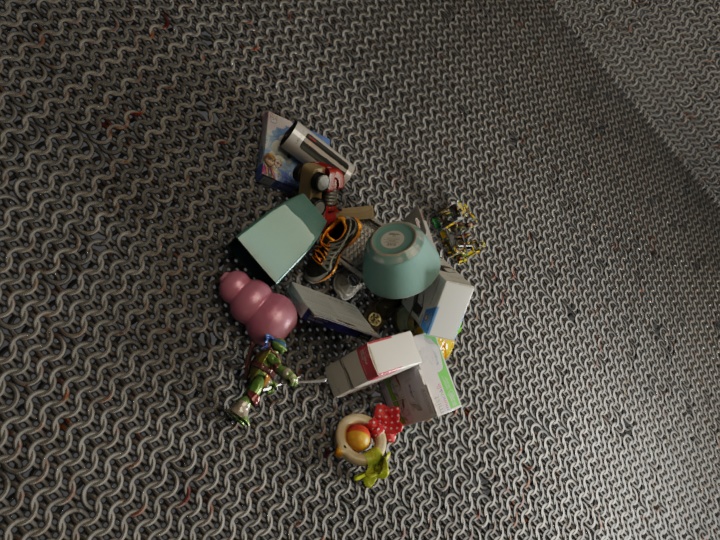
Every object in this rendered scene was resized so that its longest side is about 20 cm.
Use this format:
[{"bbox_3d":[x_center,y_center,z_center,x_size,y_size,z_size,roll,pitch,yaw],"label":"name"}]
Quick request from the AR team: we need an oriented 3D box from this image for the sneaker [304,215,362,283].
[{"bbox_3d":[-0.081,-0.058,1.710,0.078,0.201,0.077,37,5,28],"label":"sneaker"}]

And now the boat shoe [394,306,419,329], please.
[{"bbox_3d":[0.175,0.104,1.878,0.200,0.066,0.075,-42,128,-37],"label":"boat shoe"}]

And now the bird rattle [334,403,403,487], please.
[{"bbox_3d":[0.019,0.399,1.622,0.161,0.113,0.202,20,54,-10],"label":"bird rattle"}]

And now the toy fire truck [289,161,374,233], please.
[{"bbox_3d":[-0.068,-0.185,1.759,0.199,0.128,0.178,-14,121,-45],"label":"toy fire truck"}]

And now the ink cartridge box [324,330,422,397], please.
[{"bbox_3d":[0.026,0.227,1.635,0.145,0.200,0.084,-11,74,-40],"label":"ink cartridge box"}]

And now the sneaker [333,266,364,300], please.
[{"bbox_3d":[0.000,0.000,1.796,0.075,0.082,0.200,49,49,-8],"label":"sneaker"}]

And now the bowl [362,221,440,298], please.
[{"bbox_3d":[0.089,-0.041,1.643,0.106,0.198,0.202,72,33,-46],"label":"bowl"}]

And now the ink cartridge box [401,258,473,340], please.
[{"bbox_3d":[0.189,0.062,1.715,0.083,0.200,0.147,12,107,-20],"label":"ink cartridge box"}]

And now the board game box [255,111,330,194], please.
[{"bbox_3d":[-0.177,-0.299,1.824,0.198,0.043,0.201,18,59,-31],"label":"board game box"}]

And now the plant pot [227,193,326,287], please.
[{"bbox_3d":[-0.186,-0.079,1.607,0.200,0.141,0.142,-44,98,-18],"label":"plant pot"}]

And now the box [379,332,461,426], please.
[{"bbox_3d":[0.134,0.275,1.711,0.096,0.176,0.202,-11,76,-39],"label":"box"}]

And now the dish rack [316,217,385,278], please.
[{"bbox_3d":[0.002,-0.065,1.785,0.199,0.044,0.171,36,62,28],"label":"dish rack"}]

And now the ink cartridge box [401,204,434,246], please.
[{"bbox_3d":[0.132,-0.064,1.831,0.066,0.200,0.117,17,41,-30],"label":"ink cartridge box"}]

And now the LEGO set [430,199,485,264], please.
[{"bbox_3d":[0.314,-0.133,2.072,0.152,0.116,0.202,-3,72,-38],"label":"LEGO set"}]

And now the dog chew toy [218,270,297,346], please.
[{"bbox_3d":[-0.240,0.079,1.557,0.200,0.124,0.125,43,50,-4],"label":"dog chew toy"}]

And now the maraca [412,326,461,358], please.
[{"bbox_3d":[0.205,0.192,1.839,0.199,0.138,0.107,-11,50,-48],"label":"maraca"}]

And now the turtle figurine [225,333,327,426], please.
[{"bbox_3d":[-0.189,0.261,1.487,0.194,0.143,0.201,-52,131,-22],"label":"turtle figurine"}]

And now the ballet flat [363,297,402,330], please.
[{"bbox_3d":[0.077,0.096,1.834,0.199,0.046,0.068,-34,92,-42],"label":"ballet flat"}]

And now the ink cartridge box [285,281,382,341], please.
[{"bbox_3d":[-0.066,0.110,1.641,0.198,0.200,0.041,22,101,-27],"label":"ink cartridge box"}]

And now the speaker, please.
[{"bbox_3d":[-0.114,-0.302,1.794,0.199,0.081,0.082,36,52,-20],"label":"speaker"}]
